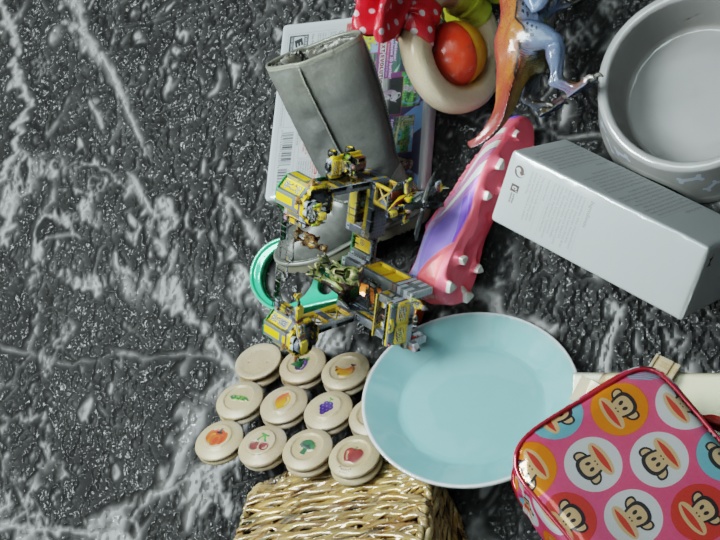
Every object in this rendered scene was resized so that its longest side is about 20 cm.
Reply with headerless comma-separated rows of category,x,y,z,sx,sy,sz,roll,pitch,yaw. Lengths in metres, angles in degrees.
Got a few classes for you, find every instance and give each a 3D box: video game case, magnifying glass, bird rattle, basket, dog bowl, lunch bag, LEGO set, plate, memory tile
video game case,-0.007,-0.169,1.344,0.181,0.023,0.202,-2,74,25
magnifying glass,-0.026,0.018,1.299,0.199,0.022,0.080,16,82,27
bird rattle,0.083,-0.231,1.230,0.112,0.200,0.164,-11,102,39
basket,-0.001,0.265,1.193,0.199,0.150,0.143,-13,36,21
dog bowl,0.308,-0.165,1.176,0.199,0.059,0.202,-7,73,23
lunch bag,0.227,0.175,0.971,0.175,0.082,0.201,-30,66,-9
LEGO set,0.000,0.000,1.170,0.116,0.153,0.202,28,113,40
plate,0.100,0.119,1.172,0.198,0.026,0.201,-7,44,7
memory tile,-0.052,0.132,1.237,0.199,0.017,0.154,3,44,27

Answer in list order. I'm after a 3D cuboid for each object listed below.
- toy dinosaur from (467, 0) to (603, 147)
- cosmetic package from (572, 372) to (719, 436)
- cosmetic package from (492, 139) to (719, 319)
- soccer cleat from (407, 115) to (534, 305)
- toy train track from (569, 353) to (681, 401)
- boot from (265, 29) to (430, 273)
toy dinosaur,0.156,-0.241,1.193,0.199,0.105,0.182,-26,84,-23
cosmetic package,0.282,0.141,1.092,0.198,0.073,0.104,-3,74,23
cosmetic package,0.229,-0.041,1.143,0.199,0.101,0.072,31,118,29
soccer cleat,0.103,-0.062,1.241,0.076,0.067,0.201,19,83,42
toy train track,0.258,0.139,1.043,0.199,0.033,0.115,27,87,27
boot,-0.040,-0.110,1.234,0.181,0.201,0.073,-25,33,10
